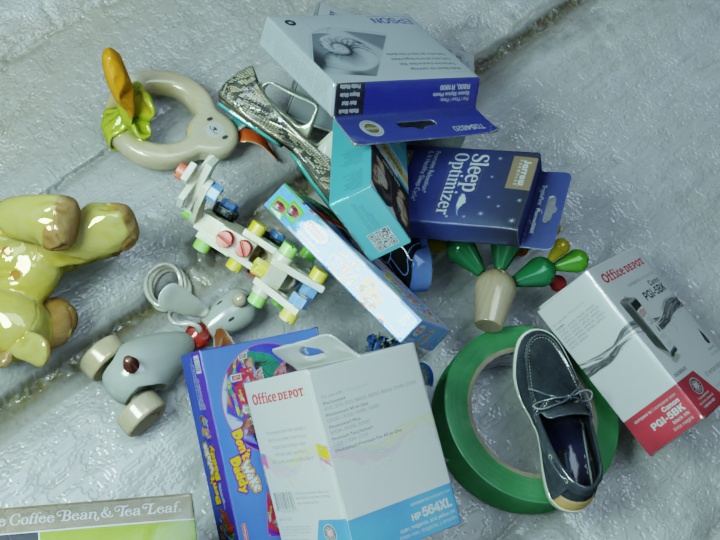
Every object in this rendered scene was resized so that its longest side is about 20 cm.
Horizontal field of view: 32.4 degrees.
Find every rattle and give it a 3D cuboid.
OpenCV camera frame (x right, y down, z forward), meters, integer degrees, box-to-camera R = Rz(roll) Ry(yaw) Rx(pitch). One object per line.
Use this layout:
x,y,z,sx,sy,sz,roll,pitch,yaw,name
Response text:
-0.178,-0.185,1.354,0.200,0.143,0.130,13,43,-4,rattle

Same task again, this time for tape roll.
0.178,0.160,1.341,0.200,0.048,0.201,7,63,-14,tape roll

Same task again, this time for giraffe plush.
-0.326,0.014,1.212,0.200,0.172,0.163,4,85,-27,giraffe plush

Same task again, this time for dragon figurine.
0.040,0.126,1.265,0.059,0.200,0.100,4,102,-13,dragon figurine

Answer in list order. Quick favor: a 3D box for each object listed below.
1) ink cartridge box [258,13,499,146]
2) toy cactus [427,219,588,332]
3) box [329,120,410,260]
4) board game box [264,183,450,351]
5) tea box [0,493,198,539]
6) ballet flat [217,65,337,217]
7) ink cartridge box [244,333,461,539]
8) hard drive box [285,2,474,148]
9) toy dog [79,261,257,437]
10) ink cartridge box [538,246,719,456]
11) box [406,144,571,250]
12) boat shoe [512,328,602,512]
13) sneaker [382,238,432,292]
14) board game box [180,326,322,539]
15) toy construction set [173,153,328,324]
0.024,-0.209,1.317,0.199,0.041,0.200,-10,44,-36,ink cartridge box
0.150,-0.009,1.379,0.200,0.102,0.165,23,61,-14,toy cactus
0.010,-0.107,1.289,0.082,0.049,0.200,53,22,-32,box
0.000,0.000,1.289,0.037,0.151,0.200,-46,75,6,board game box
-0.244,0.312,1.088,0.200,0.134,0.197,-1,66,-18,tea box
-0.065,-0.146,1.344,0.200,0.068,0.075,44,92,2,ballet flat
-0.012,0.157,1.157,0.125,0.128,0.200,-12,87,-34,ink cartridge box
0.026,-0.214,1.432,0.200,0.077,0.156,19,37,-8,hard drive box
-0.188,0.070,1.245,0.132,0.096,0.200,31,60,-1,toy dog
0.311,0.083,1.369,0.200,0.083,0.147,53,34,11,ink cartridge box
0.117,-0.081,1.323,0.200,0.032,0.121,6,48,18,box
0.209,0.149,1.294,0.074,0.062,0.200,-2,64,-16,boat shoe
0.016,-0.058,1.391,0.078,0.070,0.200,-11,62,-19,sneaker
-0.087,0.166,1.212,0.134,0.045,0.200,-10,85,-33,board game box
-0.123,-0.030,1.291,0.092,0.131,0.200,-43,93,8,toy construction set
